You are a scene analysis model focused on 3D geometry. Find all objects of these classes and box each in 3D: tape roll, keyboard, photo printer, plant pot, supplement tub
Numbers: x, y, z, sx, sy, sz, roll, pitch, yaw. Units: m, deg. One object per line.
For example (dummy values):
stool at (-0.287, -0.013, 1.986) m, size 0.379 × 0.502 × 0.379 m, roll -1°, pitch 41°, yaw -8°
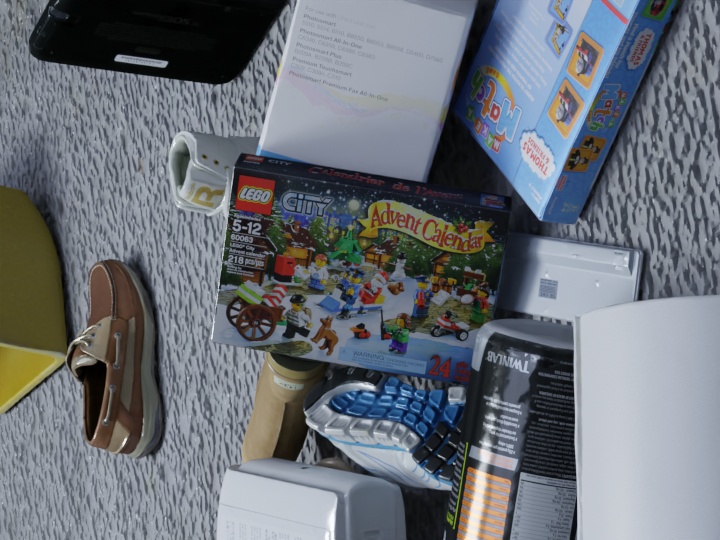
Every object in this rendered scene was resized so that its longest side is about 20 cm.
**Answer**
tape roll at (0.221, 0.093, 1.287) m, size 0.203 × 0.203 × 0.139 m, roll -13°, pitch 75°, yaw 58°
keyboard at (0.134, 0.005, 1.632) m, size 0.200 × 0.011 × 0.056 m, roll 10°, pitch 100°, yaw 59°
photo printer at (-0.043, 0.229, 1.767) m, size 0.200 × 0.069 × 0.167 m, roll 2°, pitch 95°, yaw 57°
plant pot at (-0.420, 0.013, 2.393) m, size 0.194 × 0.195 × 0.200 m, roll -36°, pitch 47°, yaw 52°
supplement tub at (0.121, 0.139, 1.522) m, size 0.123 × 0.122 × 0.200 m, roll 20°, pitch 102°, yaw 58°

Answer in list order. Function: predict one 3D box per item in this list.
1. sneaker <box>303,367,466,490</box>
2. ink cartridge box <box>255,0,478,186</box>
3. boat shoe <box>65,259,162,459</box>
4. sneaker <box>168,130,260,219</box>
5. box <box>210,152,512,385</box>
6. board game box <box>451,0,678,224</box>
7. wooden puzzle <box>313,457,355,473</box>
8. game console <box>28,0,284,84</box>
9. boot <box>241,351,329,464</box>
sneaker at (0.054, 0.130, 1.700) m, size 0.200 × 0.087 × 0.075 m, roll 17°, pitch 60°, yaw 42°
ink cartridge box at (0.007, -0.145, 1.707) m, size 0.129 × 0.125 × 0.200 m, roll -72°, pitch -2°, yaw -72°
boat shoe at (-0.236, 0.078, 2.174) m, size 0.076 × 0.072 × 0.200 m, roll -45°, pitch 49°, yaw 47°
sneaker at (-0.094, -0.045, 1.915) m, size 0.200 × 0.116 × 0.074 m, roll 55°, pitch 129°, yaw 44°
box at (0.000, 0.000, 1.667) m, size 0.038 × 0.200 × 0.137 m, roll -74°, pitch -7°, yaw -70°
board game box at (0.142, -0.157, 1.615) m, size 0.151 × 0.037 × 0.200 m, roll 56°, pitch 131°, yaw 47°
wooden puzzle at (-0.037, 0.268, 1.857) m, size 0.185 × 0.037 × 0.200 m, roll -34°, pitch 62°, yaw 52°
game console at (-0.175, -0.265, 2.000) m, size 0.176 × 0.200 × 0.116 m, roll -53°, pitch 42°, yaw 42°
boot at (-0.046, 0.054, 1.837) m, size 0.200 × 0.066 × 0.175 m, roll 105°, pitch -172°, yaw -61°
